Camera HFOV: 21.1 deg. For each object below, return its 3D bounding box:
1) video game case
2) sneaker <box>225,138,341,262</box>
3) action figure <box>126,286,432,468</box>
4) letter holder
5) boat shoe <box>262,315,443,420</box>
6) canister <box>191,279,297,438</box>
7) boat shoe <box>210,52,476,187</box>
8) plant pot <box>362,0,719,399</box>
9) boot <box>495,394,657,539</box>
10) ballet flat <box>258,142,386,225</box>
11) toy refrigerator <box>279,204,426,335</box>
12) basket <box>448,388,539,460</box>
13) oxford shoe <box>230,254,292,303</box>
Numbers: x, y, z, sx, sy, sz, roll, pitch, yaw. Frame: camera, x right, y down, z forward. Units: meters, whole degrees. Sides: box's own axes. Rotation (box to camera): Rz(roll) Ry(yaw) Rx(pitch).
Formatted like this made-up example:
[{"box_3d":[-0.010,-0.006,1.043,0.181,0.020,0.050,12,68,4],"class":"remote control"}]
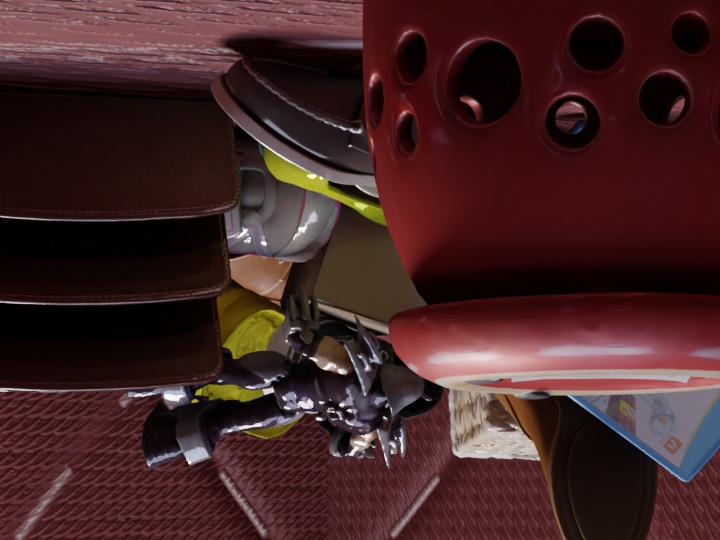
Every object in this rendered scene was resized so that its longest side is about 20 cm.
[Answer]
[{"box_3d":[0.170,0.021,1.199,0.200,0.143,0.018,36,-164,-8],"class":"video game case"},{"box_3d":[-0.094,-0.044,1.228,0.088,0.082,0.199,4,172,-44],"class":"sneaker"},{"box_3d":[-0.047,0.072,1.221,0.199,0.131,0.069,-5,-150,17],"class":"action figure"},{"box_3d":[-0.172,-0.015,1.088,0.199,0.143,0.101,2,143,-14],"class":"letter holder"},{"box_3d":[0.001,0.075,1.348,0.066,0.070,0.200,9,173,26],"class":"boat shoe"},{"box_3d":[-0.134,0.024,1.381,0.200,0.087,0.148,34,180,29],"class":"canister"},{"box_3d":[0.011,-0.078,1.027,0.199,0.072,0.060,21,121,-37],"class":"boat shoe"},{"box_3d":[0.100,-0.042,0.825,0.199,0.184,0.200,0,171,0],"class":"plant pot"},{"box_3d":[0.134,0.105,1.307,0.073,0.201,0.155,-6,172,-14],"class":"boot"},{"box_3d":[0.024,-0.056,1.155,0.067,0.067,0.200,23,-172,41],"class":"ballet flat"},{"box_3d":[0.000,0.000,1.306,0.076,0.070,0.200,19,176,-7],"class":"toy refrigerator"},{"box_3d":[0.178,0.048,1.539,0.199,0.199,0.161,1,171,-6],"class":"basket"},{"box_3d":[-0.074,-0.015,1.560,0.199,0.072,0.071,4,167,-24],"class":"oxford shoe"}]
